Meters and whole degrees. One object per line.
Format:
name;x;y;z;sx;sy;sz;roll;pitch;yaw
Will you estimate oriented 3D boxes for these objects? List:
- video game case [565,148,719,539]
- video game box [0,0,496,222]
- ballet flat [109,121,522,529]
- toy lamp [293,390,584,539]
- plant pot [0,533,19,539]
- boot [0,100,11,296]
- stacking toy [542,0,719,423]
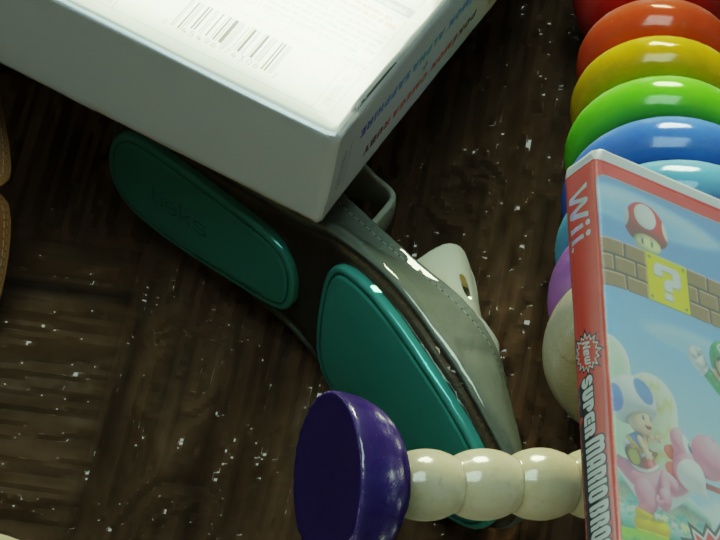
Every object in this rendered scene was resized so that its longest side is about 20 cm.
video game case;0.119;0.075;0.830;0.143;0.017;0.201;21;52;-30
video game box;-0.054;-0.123;0.975;0.199;0.047;0.182;27;50;13
ballet flat;0.000;0.000;0.954;0.064;0.068;0.200;-30;58;-31
toy lamp;0.080;0.062;0.879;0.199;0.058;0.058;4;50;-23
plant pot;-0.113;0.148;0.789;0.199;0.201;0.134;15;19;13
boot;-0.177;0.005;0.924;0.073;0.154;0.201;0;77;39
stacking toy;0.101;-0.042;0.977;0.085;0.086;0.201;1;48;2
